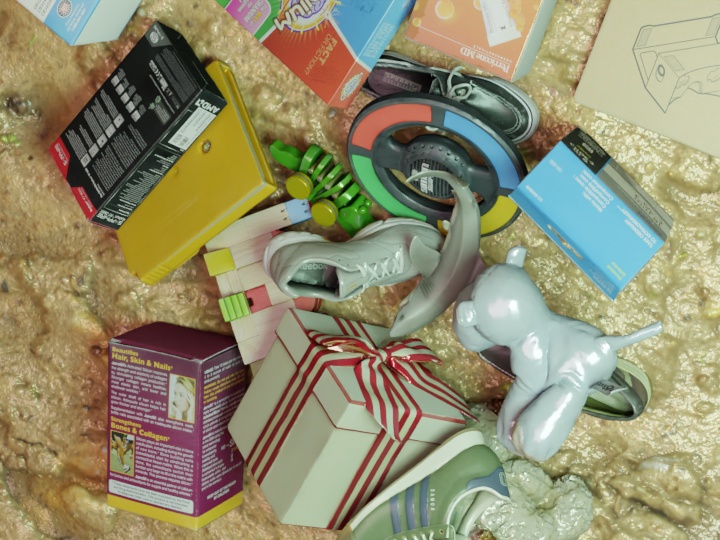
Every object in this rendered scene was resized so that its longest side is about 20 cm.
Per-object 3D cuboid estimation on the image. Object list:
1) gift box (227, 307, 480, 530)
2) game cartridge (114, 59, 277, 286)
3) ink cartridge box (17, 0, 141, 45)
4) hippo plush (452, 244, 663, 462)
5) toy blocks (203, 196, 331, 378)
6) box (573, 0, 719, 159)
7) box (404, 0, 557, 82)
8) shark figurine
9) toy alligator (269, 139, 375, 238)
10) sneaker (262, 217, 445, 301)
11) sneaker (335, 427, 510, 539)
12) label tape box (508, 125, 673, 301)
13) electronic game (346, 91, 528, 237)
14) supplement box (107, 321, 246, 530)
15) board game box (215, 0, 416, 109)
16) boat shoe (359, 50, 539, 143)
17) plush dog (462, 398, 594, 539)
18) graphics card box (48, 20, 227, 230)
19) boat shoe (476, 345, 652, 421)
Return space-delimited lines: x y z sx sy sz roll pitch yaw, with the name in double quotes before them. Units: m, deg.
"gift box" -0.001 0.161 1.603 0.200 0.183 0.188 48 118 41
"game cartridge" -0.195 -0.104 1.667 0.199 0.032 0.178 -36 58 23
"ink cartridge box" -0.330 -0.358 1.645 0.199 0.125 0.129 39 110 5
"hippo plush" 0.155 0.080 1.482 0.160 0.200 0.160 38 73 -7
"toy blocks" -0.084 0.009 1.676 0.135 0.100 0.202 -19 87 7
"box" 0.334 -0.210 1.529 0.198 0.021 0.165 23 108 10
"box" 0.141 -0.308 1.526 0.123 0.097 0.202 23 108 11
"shark figurine" 0.107 -0.021 1.557 0.089 0.127 0.216 42 137 35
"toy alligator" -0.016 -0.075 1.638 0.200 0.059 0.054 46 138 -6
"sneaker" 0.000 0.000 1.594 0.197 0.092 0.077 -8 116 -8
"sneaker" 0.066 0.255 1.538 0.200 0.067 0.090 -41 59 7
"label tape box" 0.232 -0.061 1.498 0.144 0.200 0.063 45 109 3
"electronic game" 0.079 -0.106 1.573 0.198 0.042 0.201 17 144 13
"supplement box" -0.209 0.174 1.728 0.129 0.103 0.203 11 106 26
"board game box" -0.048 -0.291 1.586 0.200 0.040 0.154 43 112 24
"boat shoe" 0.088 -0.180 1.586 0.197 0.068 0.074 25 108 10
"plush dog" 0.128 0.228 1.637 0.198 0.160 0.174 -27 68 19
"graphics card box" -0.246 -0.158 1.669 0.200 0.051 0.126 -48 54 17
"boat shoe" 0.211 0.105 1.612 0.199 0.066 0.073 22 108 11
